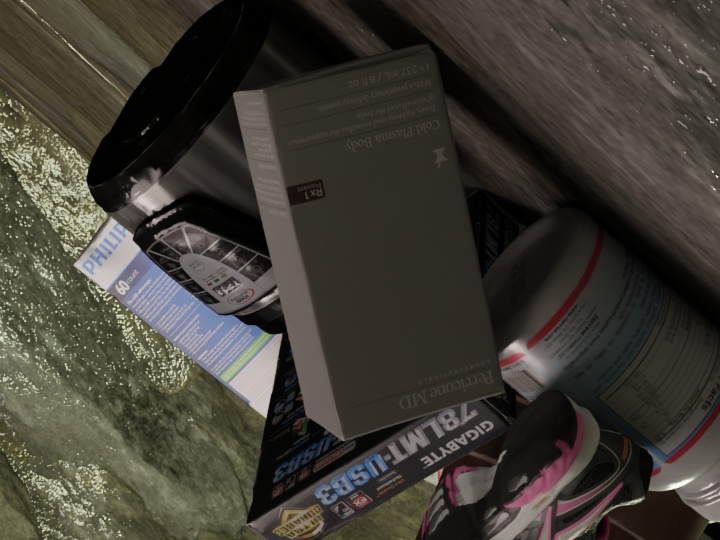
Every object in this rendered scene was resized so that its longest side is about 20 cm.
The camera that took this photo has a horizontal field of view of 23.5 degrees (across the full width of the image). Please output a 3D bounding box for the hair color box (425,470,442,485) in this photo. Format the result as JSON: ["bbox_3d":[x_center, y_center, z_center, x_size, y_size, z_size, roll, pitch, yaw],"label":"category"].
[{"bbox_3d":[0.077,0.135,1.503,0.199,0.064,0.111,25,147,21],"label":"hair color box"}]

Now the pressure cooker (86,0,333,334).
[{"bbox_3d":[-0.056,-0.059,1.144,0.200,0.179,0.176,40,-172,-21],"label":"pressure cooker"}]

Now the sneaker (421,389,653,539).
[{"bbox_3d":[0.103,0.154,1.041,0.086,0.081,0.200,23,142,-16],"label":"sneaker"}]

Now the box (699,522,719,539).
[{"bbox_3d":[0.257,0.247,1.443,0.123,0.201,0.197,35,173,10],"label":"box"}]

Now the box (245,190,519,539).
[{"bbox_3d":[0.018,0.068,1.157,0.050,0.199,0.199,40,-148,-25],"label":"box"}]

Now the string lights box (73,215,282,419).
[{"bbox_3d":[-0.108,0.014,1.325,0.200,0.103,0.059,40,-147,-9],"label":"string lights box"}]

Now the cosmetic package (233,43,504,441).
[{"bbox_3d":[0.004,-0.016,0.979,0.090,0.106,0.202,-169,63,-74],"label":"cosmetic package"}]

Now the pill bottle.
[{"bbox_3d":[0.167,0.062,1.052,0.200,0.109,0.109,39,173,-16],"label":"pill bottle"}]

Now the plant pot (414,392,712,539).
[{"bbox_3d":[0.115,0.208,1.187,0.199,0.199,0.200,27,170,5],"label":"plant pot"}]
